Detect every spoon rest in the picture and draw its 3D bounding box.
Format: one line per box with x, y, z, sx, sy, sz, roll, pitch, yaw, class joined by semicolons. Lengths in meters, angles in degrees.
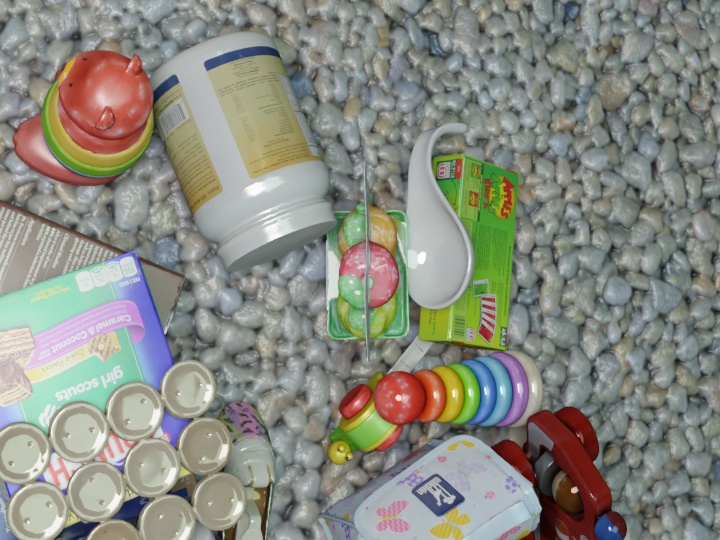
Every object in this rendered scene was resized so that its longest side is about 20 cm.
0.079;-0.060;1.130;0.060;0.099;0.204;12;73;-41;spoon rest

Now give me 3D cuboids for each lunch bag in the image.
0.070;0.254;1.087;0.168;0.200;0.129;-28;96;-20;lunch bag

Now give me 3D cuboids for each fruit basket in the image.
0.000;0.000;1.083;0.092;0.200;0.189;-1;86;6;fruit basket

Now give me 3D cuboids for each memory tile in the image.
-0.200;0.175;0.902;0.197;0.017;0.156;-19;95;-24;memory tile

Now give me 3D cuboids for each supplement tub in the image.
-0.115;-0.115;1.061;0.143;0.144;0.203;-21;84;-22;supplement tub

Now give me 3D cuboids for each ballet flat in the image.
-0.114;0.235;1.084;0.068;0.071;0.204;4;84;-22;ballet flat

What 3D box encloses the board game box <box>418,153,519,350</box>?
0.122;-0.018;1.194;0.101;0.047;0.204;12;81;-43;board game box

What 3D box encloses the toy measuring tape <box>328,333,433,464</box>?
0.036;0.129;1.153;0.074;0.073;0.200;46;72;-12;toy measuring tape

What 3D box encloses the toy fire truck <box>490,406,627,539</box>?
0.225;0.255;1.148;0.111;0.168;0.202;-22;129;-22;toy fire truck

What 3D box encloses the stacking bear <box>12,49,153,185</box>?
-0.244;-0.147;0.994;0.113;0.200;0.122;35;74;-15;stacking bear

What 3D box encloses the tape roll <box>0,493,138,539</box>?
-0.276;0.232;1.024;0.197;0.065;0.204;2;86;-21;tape roll

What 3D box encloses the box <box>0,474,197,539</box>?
-0.258;0.180;0.984;0.197;0.032;0.123;-17;92;-21;box

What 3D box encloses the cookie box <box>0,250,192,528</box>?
-0.248;0.107;0.937;0.169;0.075;0.203;-20;94;-24;cookie box

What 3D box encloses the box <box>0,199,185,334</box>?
-0.280;0.016;1.036;0.198;0.075;0.102;24;77;-16;box

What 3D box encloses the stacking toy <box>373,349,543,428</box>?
0.098;0.127;1.133;0.198;0.085;0.087;3;84;-36;stacking toy

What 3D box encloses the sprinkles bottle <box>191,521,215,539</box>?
-0.145;0.333;1.026;0.068;0.068;0.203;-27;120;-21;sprinkles bottle
